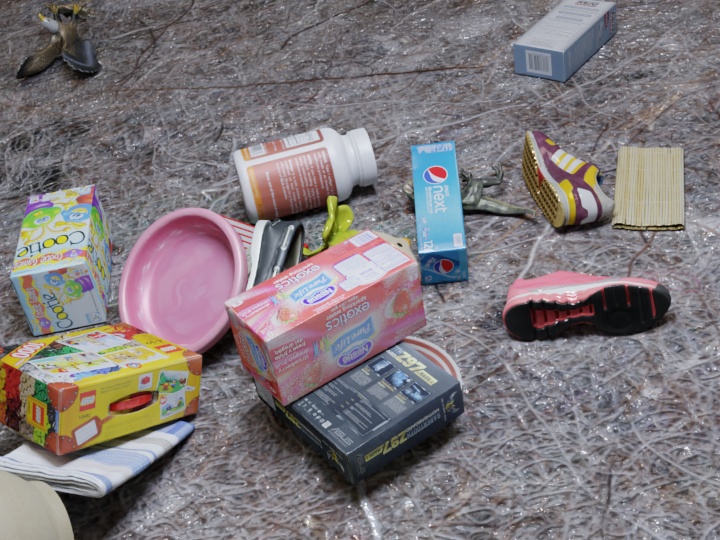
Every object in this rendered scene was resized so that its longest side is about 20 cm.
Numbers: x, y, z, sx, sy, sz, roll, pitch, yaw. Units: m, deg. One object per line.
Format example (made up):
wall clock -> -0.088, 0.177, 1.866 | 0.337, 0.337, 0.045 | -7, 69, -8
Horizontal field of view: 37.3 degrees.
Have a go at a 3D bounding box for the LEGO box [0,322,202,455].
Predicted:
LEGO box -> -0.307, 0.130, 1.226 | 0.148, 0.078, 0.200 | 17, 17, 36

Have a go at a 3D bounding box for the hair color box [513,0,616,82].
hair color box -> 0.357, -0.405, 1.856 | 0.099, 0.061, 0.200 | 18, 46, 33

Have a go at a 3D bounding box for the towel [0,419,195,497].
towel -> -0.293, 0.195, 1.183 | 0.146, 0.024, 0.200 | 6, 14, 19

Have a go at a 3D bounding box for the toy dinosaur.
toy dinosaur -> 0.163, -0.114, 1.531 | 0.199, 0.048, 0.088 | 7, 49, 21

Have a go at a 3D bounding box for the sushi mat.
sushi mat -> 0.405, -0.118, 1.499 | 0.095, 0.012, 0.200 | 2, 38, 15

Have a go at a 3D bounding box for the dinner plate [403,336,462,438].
dinner plate -> 0.019, 0.146, 1.236 | 0.199, 0.024, 0.201 | -6, 37, 5

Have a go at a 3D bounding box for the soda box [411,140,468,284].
soda box -> 0.107, -0.081, 1.444 | 0.064, 0.068, 0.201 | -5, 50, 6

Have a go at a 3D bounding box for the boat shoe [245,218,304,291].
boat shoe -> -0.106, 0.029, 1.325 | 0.060, 0.076, 0.201 | -2, 74, 16

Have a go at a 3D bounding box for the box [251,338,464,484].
box -> -0.006, 0.134, 1.196 | 0.157, 0.051, 0.200 | -30, 39, -24

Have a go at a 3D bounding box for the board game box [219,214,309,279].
board game box -> -0.189, -0.004, 1.469 | 0.199, 0.046, 0.151 | 18, 45, 34

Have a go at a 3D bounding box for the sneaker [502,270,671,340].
sneaker -> 0.270, 0.026, 1.290 | 0.199, 0.074, 0.087 | -4, 35, 9

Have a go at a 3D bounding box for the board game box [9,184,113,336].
board game box -> -0.413, -0.018, 1.497 | 0.102, 0.105, 0.200 | -11, 37, -1

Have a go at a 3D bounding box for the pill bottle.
pill bottle -> -0.080, -0.145, 1.577 | 0.199, 0.113, 0.112 | -15, 36, -6

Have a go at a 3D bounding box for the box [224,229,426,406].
box -> -0.036, 0.049, 1.196 | 0.199, 0.095, 0.103 | -28, 37, -23

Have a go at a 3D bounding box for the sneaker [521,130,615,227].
sneaker -> 0.290, -0.131, 1.506 | 0.090, 0.075, 0.201 | -6, 42, -7

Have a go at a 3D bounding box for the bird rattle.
bird rattle -> 0.000, 0.000, 1.376 | 0.162, 0.113, 0.201 | 4, 40, -11

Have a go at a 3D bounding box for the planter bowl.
planter bowl -> -0.363, 0.278, 1.039 | 0.134, 0.201, 0.200 | -6, 26, -43

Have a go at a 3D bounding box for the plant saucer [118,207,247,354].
plant saucer -> -0.221, 0.021, 1.373 | 0.200, 0.051, 0.202 | -10, 71, 28

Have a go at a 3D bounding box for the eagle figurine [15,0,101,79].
eagle figurine -> -0.601, -0.454, 2.139 | 0.152, 0.150, 0.201 | -30, 52, 47
